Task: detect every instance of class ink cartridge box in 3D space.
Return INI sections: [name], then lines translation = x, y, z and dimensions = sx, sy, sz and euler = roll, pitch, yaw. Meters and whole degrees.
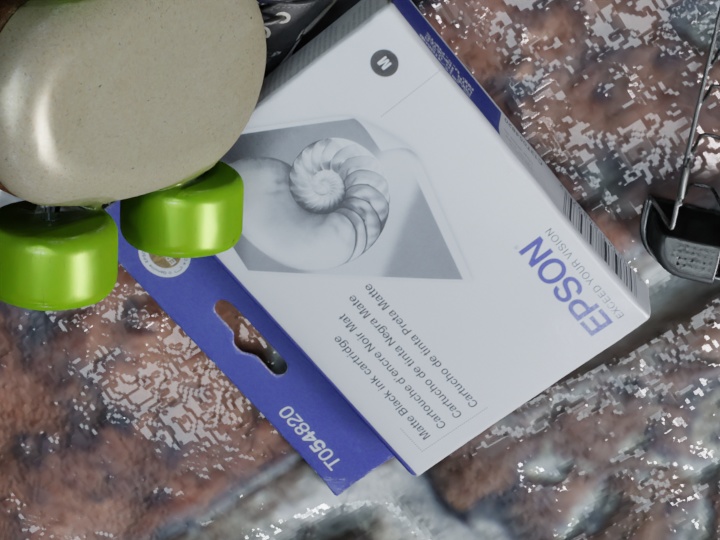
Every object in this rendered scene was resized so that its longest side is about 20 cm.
[ink cartridge box]
translation = 0.000, 0.000, 0.872
dimensions = 0.199, 0.041, 0.200
euler = -36, 108, 21

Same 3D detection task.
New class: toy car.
[toy car]
translation = -0.156, -0.099, 0.790
dimensions = 0.199, 0.157, 0.166
euler = 18, 116, 33

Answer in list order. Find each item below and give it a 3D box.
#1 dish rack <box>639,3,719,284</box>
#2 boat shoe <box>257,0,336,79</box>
[dish rack]
translation = 0.215, -0.076, 0.812
dimensions = 0.152, 0.055, 0.202
euler = 12, 110, 4
[boat shoe]
translation = -0.034, -0.137, 0.827
dimensions = 0.200, 0.066, 0.070
euler = -42, 98, 21
